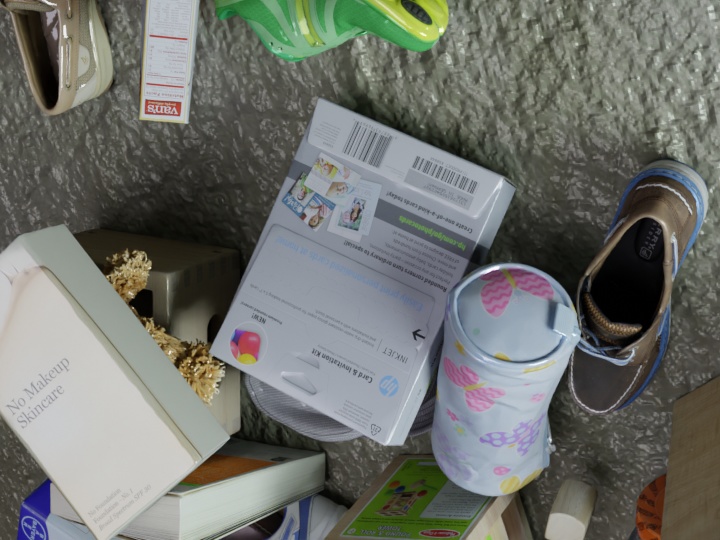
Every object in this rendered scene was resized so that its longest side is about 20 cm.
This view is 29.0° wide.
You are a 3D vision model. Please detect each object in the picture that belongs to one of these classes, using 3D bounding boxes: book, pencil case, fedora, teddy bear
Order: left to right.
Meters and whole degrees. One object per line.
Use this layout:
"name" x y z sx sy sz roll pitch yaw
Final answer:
"teddy bear" -0.193 0.058 1.048 0.145 0.067 0.200 -44 79 28
"book" -0.137 0.172 1.137 0.133 0.199 0.049 6 98 31
"fedora" -0.022 0.070 1.072 0.198 0.090 0.178 -3 113 34
"pencil case" 0.097 0.081 0.965 0.090 0.083 0.201 24 148 17

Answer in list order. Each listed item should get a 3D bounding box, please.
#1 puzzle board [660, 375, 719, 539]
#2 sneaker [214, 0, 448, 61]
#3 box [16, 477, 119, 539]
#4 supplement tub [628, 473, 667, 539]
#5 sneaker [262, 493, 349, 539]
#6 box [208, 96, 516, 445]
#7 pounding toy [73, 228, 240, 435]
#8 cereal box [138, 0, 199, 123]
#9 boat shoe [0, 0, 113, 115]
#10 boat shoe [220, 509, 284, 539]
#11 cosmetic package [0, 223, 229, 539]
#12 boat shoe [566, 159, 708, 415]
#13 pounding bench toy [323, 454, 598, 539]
"puzzle board" 0.268 0.100 0.866 0.017 0.151 0.200 36 133 -17
"sneaker" -0.022 -0.181 0.947 0.199 0.074 0.084 24 125 32
"box" -0.226 0.304 1.330 0.199 0.105 0.185 29 128 16
"supplement tub" 0.249 0.246 0.973 0.122 0.122 0.202 6 118 31
"sneaker" -0.079 0.277 1.175 0.088 0.201 0.075 29 158 19
"box" 0.000 0.000 0.982 0.155 0.041 0.202 24 92 22
"pounding toy" -0.192 0.074 1.174 0.183 0.142 0.202 9 106 29
"cereal box" -0.127 -0.222 0.949 0.039 0.144 0.201 3 126 -9
"boat shoe" -0.244 -0.221 1.072 0.071 0.064 0.202 2 116 32
"boat shoe" -0.141 0.219 1.250 0.199 0.070 0.071 27 126 17
"cosmetic package" -0.198 0.078 0.988 0.103 0.073 0.200 -41 87 16
"boat shoe" 0.171 0.024 0.931 0.072 0.072 0.201 22 126 20
"pounding bench toy" 0.103 0.241 1.064 0.199 0.124 0.157 -6 112 35
